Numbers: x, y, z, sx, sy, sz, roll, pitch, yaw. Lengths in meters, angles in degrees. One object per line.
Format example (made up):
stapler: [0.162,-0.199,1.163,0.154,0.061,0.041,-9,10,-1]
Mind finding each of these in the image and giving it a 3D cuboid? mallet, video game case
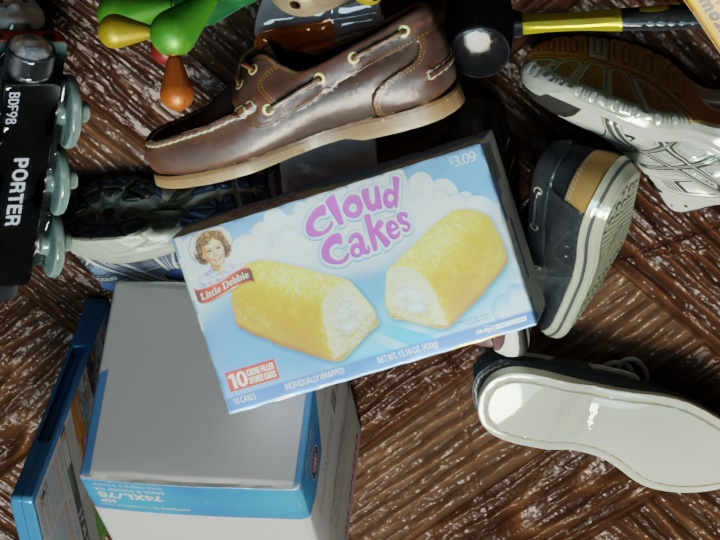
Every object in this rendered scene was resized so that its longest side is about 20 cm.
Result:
mallet: [0.147,-0.156,1.338,0.199,0.066,0.041,-6,130,-2]
video game case: [-0.194,0.137,1.536,0.018,0.201,0.144,2,130,10]

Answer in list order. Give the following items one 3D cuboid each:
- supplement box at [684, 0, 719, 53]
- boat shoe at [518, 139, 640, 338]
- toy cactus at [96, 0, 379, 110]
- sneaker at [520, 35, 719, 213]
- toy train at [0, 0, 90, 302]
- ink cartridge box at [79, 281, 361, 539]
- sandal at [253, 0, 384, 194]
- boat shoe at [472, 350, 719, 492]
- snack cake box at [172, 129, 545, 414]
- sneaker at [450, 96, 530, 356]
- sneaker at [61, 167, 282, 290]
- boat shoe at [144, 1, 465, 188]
supplement box: [0.264,-0.217,1.150,0.197,0.201,0.133,-25,121,28]
boat shoe: [0.129,-0.021,1.405,0.062,0.075,0.200,29,158,12]
toy cactus: [-0.049,-0.158,1.252,0.199,0.165,0.103,-26,81,35]
sneaker: [0.186,-0.076,1.364,0.199,0.076,0.088,18,130,-3]
toy train: [-0.228,-0.078,1.424,0.085,0.114,0.201,-4,132,-22]
ink cartridge box: [-0.087,0.121,1.499,0.145,0.148,0.200,2,149,9]
sandal: [-0.021,-0.102,1.391,0.079,0.059,0.208,3,115,9]
boat shoe: [0.170,0.099,1.518,0.199,0.062,0.075,11,115,-9]
snack cake box: [0.000,0.000,1.350,0.199,0.067,0.116,-17,98,12]
sneaker: [0.045,-0.022,1.440,0.115,0.076,0.201,1,130,15]
sneaker: [-0.098,-0.017,1.484,0.199,0.077,0.085,4,140,18]
boat shoe: [-0.040,-0.106,1.321,0.199,0.071,0.071,-17,115,13]
